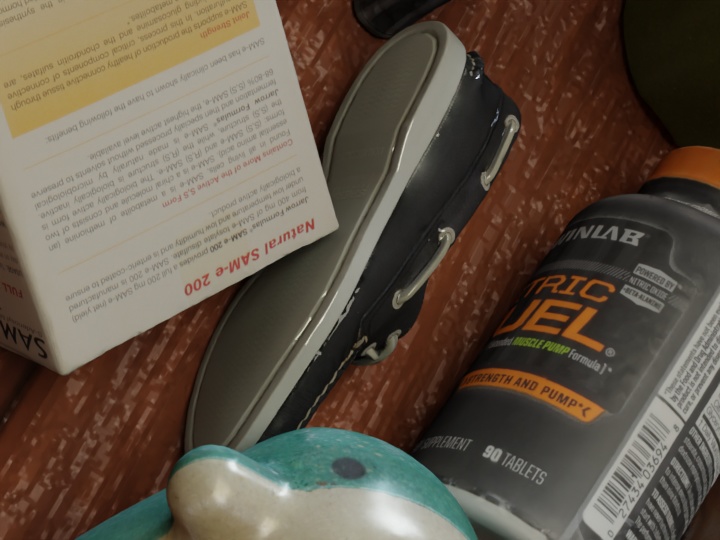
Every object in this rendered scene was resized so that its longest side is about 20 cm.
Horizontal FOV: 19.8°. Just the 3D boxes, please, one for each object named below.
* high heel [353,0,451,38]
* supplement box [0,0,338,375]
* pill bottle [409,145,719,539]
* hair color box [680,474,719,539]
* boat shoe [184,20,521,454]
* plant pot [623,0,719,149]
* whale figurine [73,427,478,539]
[{"bbox_3d":[0.078,-0.190,0.836,0.071,0.142,0.200,34,66,-16],"label":"high heel"},{"bbox_3d":[-0.098,-0.083,0.725,0.126,0.073,0.201,-28,115,-29],"label":"supplement box"},{"bbox_3d":[0.103,0.043,0.818,0.106,0.106,0.200,42,63,-12],"label":"pill bottle"},{"bbox_3d":[0.198,0.096,0.799,0.064,0.200,0.111,37,65,-16],"label":"hair color box"},{"bbox_3d":[0.000,0.000,0.798,0.060,0.074,0.200,38,67,-30],"label":"boat shoe"},{"bbox_3d":[0.211,-0.118,0.860,0.199,0.190,0.201,6,76,-24],"label":"plant pot"},{"bbox_3d":[-0.055,0.113,0.725,0.199,0.159,0.104,-2,39,-4],"label":"whale figurine"}]
